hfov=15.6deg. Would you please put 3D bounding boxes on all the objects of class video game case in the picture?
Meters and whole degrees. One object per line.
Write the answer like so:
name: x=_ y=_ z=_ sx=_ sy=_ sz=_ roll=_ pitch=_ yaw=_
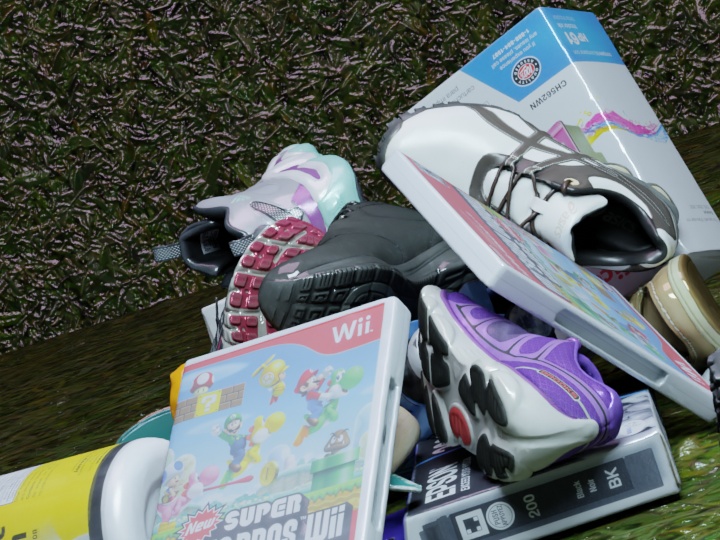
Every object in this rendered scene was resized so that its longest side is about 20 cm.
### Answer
video game case: x=0.112 y=0.009 z=1.518 sx=0.017 sy=0.200 sz=0.143 roll=-52 pitch=38 yaw=9
video game case: x=-0.047 y=0.113 z=1.393 sx=0.142 sy=0.017 sz=0.201 roll=-18 pitch=44 yaw=28

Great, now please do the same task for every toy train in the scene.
toy train: x=0.053 y=0.070 z=1.608 sx=0.114 sy=0.087 sz=0.200 roll=-16 pitch=-15 yaw=-21

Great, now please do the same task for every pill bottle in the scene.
pill bottle: x=-0.181 y=0.169 z=1.503 sx=0.199 sy=0.113 sz=0.112 roll=-17 pitch=6 yaw=30

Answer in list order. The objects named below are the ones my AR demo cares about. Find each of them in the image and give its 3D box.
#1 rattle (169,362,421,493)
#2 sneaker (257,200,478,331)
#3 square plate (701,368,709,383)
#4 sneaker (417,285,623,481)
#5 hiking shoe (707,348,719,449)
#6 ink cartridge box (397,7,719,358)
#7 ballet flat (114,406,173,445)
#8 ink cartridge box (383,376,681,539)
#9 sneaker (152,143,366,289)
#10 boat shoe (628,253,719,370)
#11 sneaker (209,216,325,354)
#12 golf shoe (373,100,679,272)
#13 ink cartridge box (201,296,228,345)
rattle: x=-0.041 y=0.098 z=1.462 sx=0.130 sy=0.143 sz=0.200 roll=-31 pitch=-1 yaw=7
sneaker: x=0.000 y=0.000 z=1.640 sx=0.200 sy=0.091 sz=0.076 roll=-8 pitch=-48 yaw=-50
square plate: x=0.300 y=0.041 z=1.530 sx=0.197 sy=0.029 sz=0.200 roll=-20 pitch=5 yaw=-2
sneaker: x=0.084 y=0.062 z=1.431 sx=0.083 sy=0.081 sz=0.200 roll=-9 pitch=21 yaw=-16
hiking shoe: x=0.226 y=0.077 z=1.261 sx=0.100 sy=0.076 sz=0.200 roll=-11 pitch=14 yaw=0
ink cartridge box: x=0.135 y=-0.054 z=1.769 sx=0.144 sy=0.201 sz=0.085 roll=-37 pitch=-16 yaw=26
ballet flat: x=-0.088 y=0.124 z=1.995 sx=0.199 sy=0.071 sz=0.065 roll=-17 pitch=-22 yaw=3
ink cartridge box: x=0.075 y=0.119 z=1.468 sx=0.199 sy=0.044 sz=0.198 roll=-20 pitch=5 yaw=5
sneaker: x=-0.080 y=-0.033 z=1.835 sx=0.139 sy=0.078 sz=0.200 roll=-22 pitch=3 yaw=-11
boat shoe: x=0.198 y=0.040 z=1.665 sx=0.066 sy=0.074 sz=0.200 roll=-29 pitch=-13 yaw=5
sneaker: x=-0.072 y=0.059 z=1.684 sx=0.080 sy=0.201 sz=0.075 roll=26 pitch=-17 yaw=-19
golf shoe: x=0.107 y=-0.051 z=1.638 sx=0.199 sy=0.078 sz=0.095 roll=15 pitch=12 yaw=-4
ink cartridge box: x=0.015 y=0.051 z=1.821 sx=0.147 sy=0.145 sz=0.200 roll=-18 pitch=5 yaw=31
